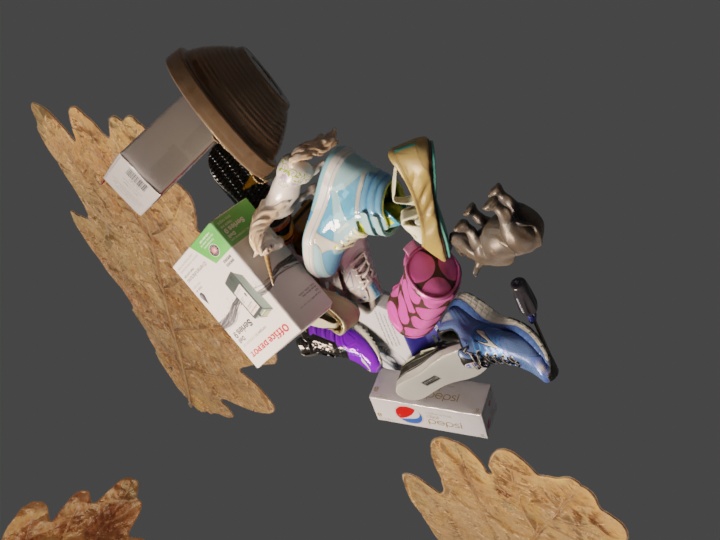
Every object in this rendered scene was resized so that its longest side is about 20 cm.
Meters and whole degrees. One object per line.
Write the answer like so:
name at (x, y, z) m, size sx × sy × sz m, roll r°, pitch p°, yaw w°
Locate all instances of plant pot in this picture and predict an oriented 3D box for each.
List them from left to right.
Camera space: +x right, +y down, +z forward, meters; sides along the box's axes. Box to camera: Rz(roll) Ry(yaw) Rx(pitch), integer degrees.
plant pot at (-0.159, -0.229, 1.339) m, size 0.201 × 0.092 × 0.201 m, roll 50°, pitch -172°, yaw -10°

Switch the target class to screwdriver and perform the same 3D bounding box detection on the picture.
screwdriver at (0.237, 0.079, 1.376) m, size 0.029 × 0.028 × 0.201 m, roll -5°, pitch 137°, yaw 20°

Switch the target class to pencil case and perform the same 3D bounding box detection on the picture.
pencil case at (0.086, 0.029, 1.447) m, size 0.093 × 0.091 × 0.200 m, roll 38°, pitch 158°, yaw 8°

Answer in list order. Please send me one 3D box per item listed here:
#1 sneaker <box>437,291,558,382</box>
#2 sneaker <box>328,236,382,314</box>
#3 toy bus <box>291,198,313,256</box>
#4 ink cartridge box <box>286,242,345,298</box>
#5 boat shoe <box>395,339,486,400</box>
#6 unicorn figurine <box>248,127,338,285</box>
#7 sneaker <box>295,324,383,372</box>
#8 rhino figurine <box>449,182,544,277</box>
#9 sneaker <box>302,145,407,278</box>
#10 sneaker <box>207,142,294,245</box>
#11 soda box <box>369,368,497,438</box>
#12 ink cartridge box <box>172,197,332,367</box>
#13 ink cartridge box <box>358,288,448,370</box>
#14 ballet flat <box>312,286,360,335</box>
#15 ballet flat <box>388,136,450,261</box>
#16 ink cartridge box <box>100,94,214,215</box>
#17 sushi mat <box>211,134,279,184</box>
sneaker at (0.187, 0.110, 1.398) m, size 0.199 × 0.089 × 0.079 m, roll 29°, pitch 163°, yaw 42°
sneaker at (0.000, 0.000, 1.537) m, size 0.087 × 0.075 × 0.201 m, roll 40°, pitch 160°, yaw 23°
toy bus at (-0.096, -0.041, 1.636) m, size 0.078 × 0.065 × 0.200 m, roll 41°, pitch 156°, yaw 1°
ink cartridge box at (-0.103, 0.000, 1.599) m, size 0.198 × 0.057 × 0.163 m, roll 13°, pitch 147°, yaw 21°
boat shoe at (0.127, 0.139, 1.582) m, size 0.070 × 0.064 × 0.199 m, roll 33°, pitch 138°, yaw -27°
unicorn figurine at (-0.098, -0.104, 1.396) m, size 0.073 × 0.137 × 0.201 m, roll 27°, pitch 129°, yaw 20°
sneaker at (-0.054, 0.117, 1.695) m, size 0.200 × 0.099 × 0.070 m, roll 42°, pitch 163°, yaw 17°
rhino figurine at (0.160, -0.041, 1.250) m, size 0.087 × 0.060 × 0.200 m, roll 39°, pitch 159°, yaw -5°
sneaker at (-0.004, -0.056, 1.384) m, size 0.130 × 0.079 × 0.202 m, roll 27°, pitch 125°, yaw 22°
sneaker at (-0.165, -0.114, 1.536) m, size 0.200 × 0.070 × 0.090 m, roll 51°, pitch 170°, yaw 31°
soda box at (0.120, 0.217, 1.665) m, size 0.198 × 0.064 × 0.068 m, roll 6°, pitch 140°, yaw 24°
ink cartridge box at (-0.157, 0.021, 1.466) m, size 0.200 × 0.084 × 0.146 m, roll 49°, pitch 138°, yaw 0°
ink cartridge box at (0.063, 0.110, 1.674) m, size 0.199 × 0.041 × 0.200 m, roll 21°, pitch 148°, yaw 40°
ballet flat at (-0.095, 0.039, 1.537) m, size 0.199 × 0.070 × 0.070 m, roll 27°, pitch 154°, yaw 7°
ballet flat at (0.074, -0.088, 1.292) m, size 0.062 × 0.069 × 0.201 m, roll -10°, pitch 133°, yaw 4°
ink cartridge box at (-0.281, -0.186, 1.512) m, size 0.084 × 0.200 × 0.175 m, roll 45°, pitch 156°, yaw -11°
sushi mat at (-0.158, -0.166, 1.459) m, size 0.096 × 0.012 × 0.200 m, roll 46°, pitch -170°, yaw -4°
